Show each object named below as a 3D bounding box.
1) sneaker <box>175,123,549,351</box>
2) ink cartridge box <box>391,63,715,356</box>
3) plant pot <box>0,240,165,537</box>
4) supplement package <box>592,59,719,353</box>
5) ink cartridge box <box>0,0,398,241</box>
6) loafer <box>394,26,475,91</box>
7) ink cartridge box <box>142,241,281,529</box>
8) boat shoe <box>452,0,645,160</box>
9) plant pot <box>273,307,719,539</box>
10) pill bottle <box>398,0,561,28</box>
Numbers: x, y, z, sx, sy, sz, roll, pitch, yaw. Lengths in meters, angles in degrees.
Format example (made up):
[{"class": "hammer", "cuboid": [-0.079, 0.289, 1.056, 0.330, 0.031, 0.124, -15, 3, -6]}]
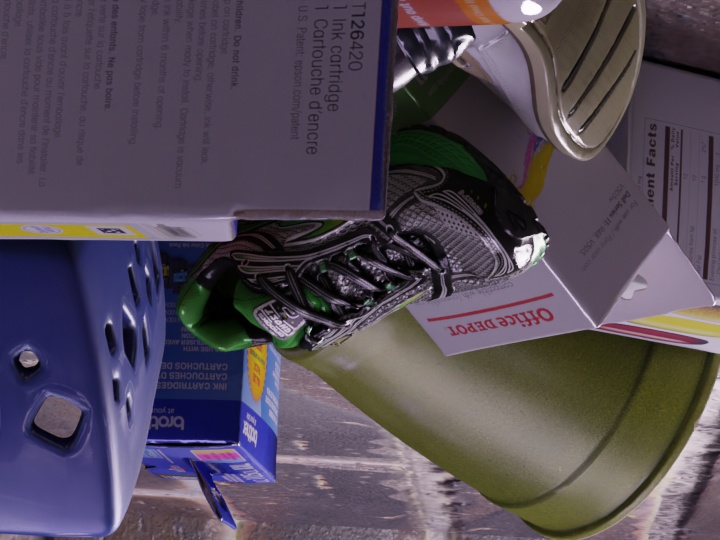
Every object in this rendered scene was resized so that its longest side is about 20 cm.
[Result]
[{"class": "sneaker", "cuboid": [0.000, 0.000, 1.115, 0.200, 0.085, 0.078, -17, 119, 50]}, {"class": "ink cartridge box", "cuboid": [0.053, -0.031, 1.170, 0.200, 0.067, 0.117, 50, 149, -17]}, {"class": "plant pot", "cuboid": [-0.195, -0.007, 1.234, 0.199, 0.180, 0.200, 4, -153, 2]}, {"class": "supplement package", "cuboid": [0.182, -0.023, 1.311, 0.200, 0.110, 0.114, 10, 166, -28]}, {"class": "ink cartridge box", "cuboid": [-0.078, -0.108, 0.793, 0.199, 0.198, 0.047, 2, 171, 13]}, {"class": "loafer", "cuboid": [-0.025, -0.101, 0.993, 0.072, 0.073, 0.200, -35, -165, -7]}, {"class": "ink cartridge box", "cuboid": [-0.089, 0.043, 1.486, 0.076, 0.201, 0.136, 2, 168, 8]}, {"class": "boat shoe", "cuboid": [0.058, -0.112, 1.047, 0.068, 0.075, 0.200, 24, 165, 28]}, {"class": "plant pot", "cuboid": [0.061, 0.019, 1.412, 0.193, 0.201, 0.200, 23, 160, -26]}, {"class": "pill bottle", "cuboid": [-0.034, -0.133, 0.865, 0.199, 0.112, 0.112, -1, 167, 20]}]
